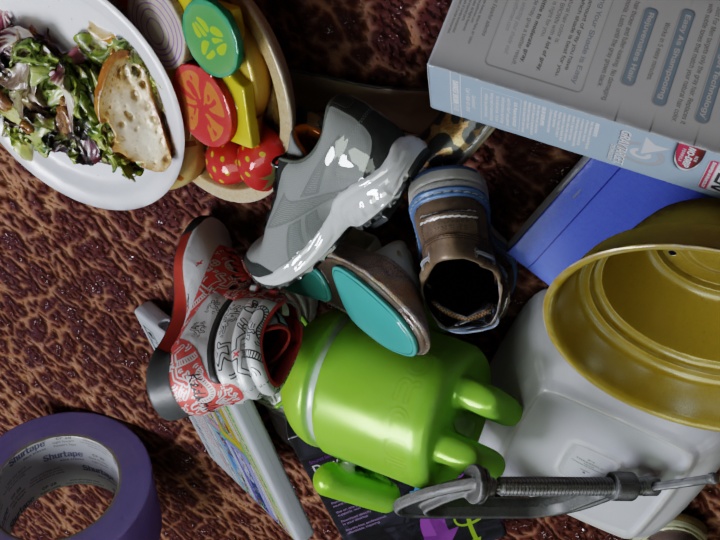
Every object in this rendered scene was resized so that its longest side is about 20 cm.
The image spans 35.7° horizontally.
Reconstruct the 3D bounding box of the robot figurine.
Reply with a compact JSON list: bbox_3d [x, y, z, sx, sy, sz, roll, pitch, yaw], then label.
[{"bbox_3d":[0.022,0.097,0.869,0.198,0.178,0.115,15,174,29],"label":"robot figurine"}]

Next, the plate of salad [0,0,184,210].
[{"bbox_3d":[-0.216,-0.122,0.803,0.198,0.048,0.202,17,135,18],"label":"plate of salad"}]

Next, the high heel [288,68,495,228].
[{"bbox_3d":[0.013,-0.122,0.764,0.142,0.072,0.200,44,136,-9],"label":"high heel"}]

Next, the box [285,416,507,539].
[{"bbox_3d":[0.035,0.186,1.001,0.141,0.036,0.202,-22,119,5],"label":"box"}]

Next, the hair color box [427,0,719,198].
[{"bbox_3d":[0.148,-0.122,0.660,0.197,0.100,0.061,19,165,12],"label":"hair color box"}]

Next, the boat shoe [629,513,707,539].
[{"bbox_3d":[0.252,0.291,1.004,0.072,0.065,0.202,18,135,10],"label":"boat shoe"}]

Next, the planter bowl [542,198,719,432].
[{"bbox_3d":[0.219,0.015,0.695,0.198,0.084,0.201,17,149,11],"label":"planter bowl"}]

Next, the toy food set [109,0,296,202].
[{"bbox_3d":[-0.124,-0.137,0.799,0.199,0.048,0.200,23,133,37],"label":"toy food set"}]

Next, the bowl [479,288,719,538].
[{"bbox_3d":[0.190,0.130,0.890,0.198,0.075,0.201,24,136,5],"label":"bowl"}]

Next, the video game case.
[{"bbox_3d":[-0.126,0.139,1.038,0.181,0.022,0.202,30,147,50],"label":"video game case"}]

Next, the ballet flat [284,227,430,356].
[{"bbox_3d":[0.000,0.000,0.838,0.199,0.067,0.069,28,147,45],"label":"ballet flat"}]

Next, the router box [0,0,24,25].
[{"bbox_3d":[-0.275,-0.211,0.839,0.148,0.062,0.202,20,135,10],"label":"router box"}]

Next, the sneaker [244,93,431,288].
[{"bbox_3d":[-0.031,-0.054,0.763,0.079,0.074,0.200,43,141,-6],"label":"sneaker"}]

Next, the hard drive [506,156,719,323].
[{"bbox_3d":[0.218,-0.001,0.768,0.199,0.025,0.132,37,118,-6],"label":"hard drive"}]

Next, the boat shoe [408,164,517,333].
[{"bbox_3d":[0.070,0.005,0.795,0.071,0.073,0.200,-7,154,15],"label":"boat shoe"}]

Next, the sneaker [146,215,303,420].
[{"bbox_3d":[-0.094,0.026,0.875,0.106,0.203,0.068,-13,130,17],"label":"sneaker"}]

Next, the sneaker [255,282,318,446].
[{"bbox_3d":[-0.075,0.089,0.983,0.073,0.088,0.202,8,132,20],"label":"sneaker"}]

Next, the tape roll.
[{"bbox_3d":[-0.310,0.251,1.168,0.197,0.201,0.086,14,135,16],"label":"tape roll"}]

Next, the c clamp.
[{"bbox_3d":[0.129,0.161,0.821,0.197,0.027,0.171,3,159,-20],"label":"c clamp"}]
